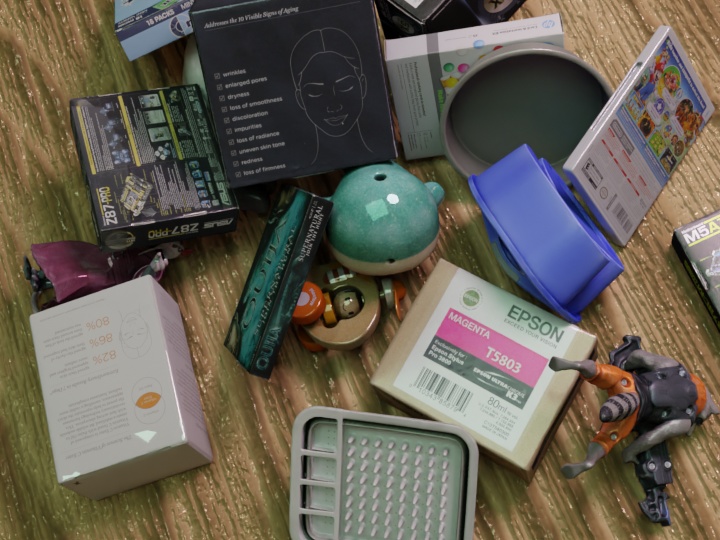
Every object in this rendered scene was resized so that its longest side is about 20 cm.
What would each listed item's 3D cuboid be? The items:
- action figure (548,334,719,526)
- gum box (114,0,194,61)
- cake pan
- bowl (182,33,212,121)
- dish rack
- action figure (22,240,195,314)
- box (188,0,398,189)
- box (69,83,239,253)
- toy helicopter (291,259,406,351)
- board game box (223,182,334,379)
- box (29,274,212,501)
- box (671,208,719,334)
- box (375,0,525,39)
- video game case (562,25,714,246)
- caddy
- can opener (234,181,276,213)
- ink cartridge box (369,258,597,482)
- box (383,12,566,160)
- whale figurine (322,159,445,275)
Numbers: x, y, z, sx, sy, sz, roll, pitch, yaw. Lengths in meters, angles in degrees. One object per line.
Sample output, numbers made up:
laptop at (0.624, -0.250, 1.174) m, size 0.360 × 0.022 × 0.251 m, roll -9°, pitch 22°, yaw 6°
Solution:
action figure at (0.289, 0.160, 1.196) m, size 0.191 × 0.104 × 0.203 m, roll -7°, pitch 77°, yaw -30°
gum box at (-0.221, -0.343, 1.463) m, size 0.168 × 0.045 × 0.201 m, roll -24°, pitch 29°, yaw 1°
cake pan at (0.186, -0.170, 1.316) m, size 0.197 × 0.202 × 0.037 m, roll -6°, pitch 42°, yaw 8°
bowl at (-0.137, -0.267, 1.455) m, size 0.198 × 0.090 × 0.204 m, roll -3°, pitch 70°, yaw 10°
dish rack at (0.026, 0.227, 1.240) m, size 0.197 × 0.044 × 0.174 m, roll 6°, pitch 105°, yaw 13°
action figure at (-0.289, 0.001, 1.385) m, size 0.197 × 0.150 × 0.135 m, roll -12°, pitch 49°, yaw -21°
box at (-0.071, -0.217, 1.306) m, size 0.197 × 0.124 × 0.199 m, roll -10°, pitch 113°, yaw 1°
box at (-0.241, -0.123, 1.362) m, size 0.159 × 0.049 × 0.202 m, roll -10°, pitch 57°, yaw -19°
toy helicopter at (0.000, 0.000, 1.345) m, size 0.130 × 0.079 × 0.202 m, roll 5°, pitch 59°, yaw 19°
board game box at (-0.094, 0.007, 1.303) m, size 0.028 × 0.135 × 0.203 m, roll 19°, pitch 93°, yaw -21°
box at (-0.269, 0.133, 1.325) m, size 0.150 × 0.107 × 0.202 m, roll -18°, pitch 68°, yaw 3°
box at (0.467, 0.003, 1.269) m, size 0.198 × 0.048 × 0.195 m, roll -25°, pitch 66°, yaw 2°
box at (0.117, -0.338, 1.393) m, size 0.086 × 0.164 × 0.200 m, roll 39°, pitch 80°, yaw 21°
video game case at (0.312, -0.147, 1.306) m, size 0.018 × 0.143 × 0.201 m, roll 24°, pitch 74°, yaw 49°
caddy at (0.193, -0.037, 1.279) m, size 0.105 × 0.141 × 0.201 m, roll -38°, pitch 67°, yaw 15°
can opener at (-0.202, -0.115, 1.421) m, size 0.197 × 0.067 × 0.054 m, roll 9°, pitch 62°, yaw 13°
ink cartridge box at (0.134, 0.106, 1.278) m, size 0.198 × 0.075 × 0.166 m, roll 26°, pitch 78°, yaw 19°
box at (0.136, -0.207, 1.346) m, size 0.197 × 0.157 × 0.042 m, roll -8°, pitch 49°, yaw 7°
whale figurine at (0.017, -0.089, 1.320) m, size 0.157 × 0.105 × 0.202 m, roll -7°, pitch 45°, yaw -3°
